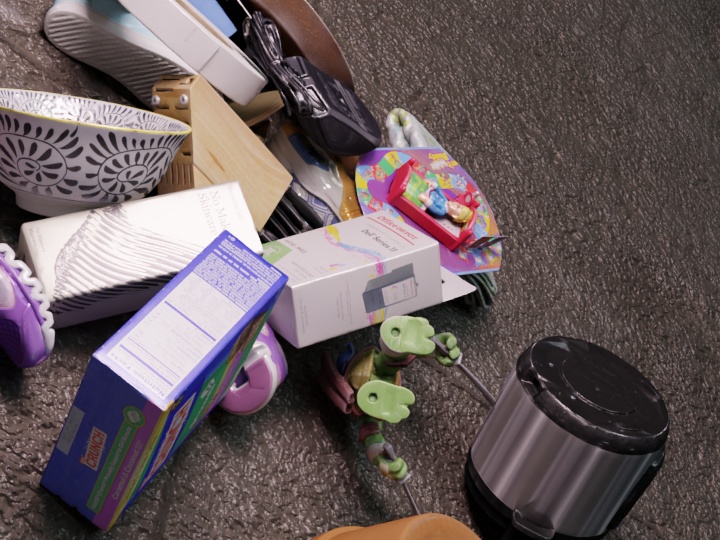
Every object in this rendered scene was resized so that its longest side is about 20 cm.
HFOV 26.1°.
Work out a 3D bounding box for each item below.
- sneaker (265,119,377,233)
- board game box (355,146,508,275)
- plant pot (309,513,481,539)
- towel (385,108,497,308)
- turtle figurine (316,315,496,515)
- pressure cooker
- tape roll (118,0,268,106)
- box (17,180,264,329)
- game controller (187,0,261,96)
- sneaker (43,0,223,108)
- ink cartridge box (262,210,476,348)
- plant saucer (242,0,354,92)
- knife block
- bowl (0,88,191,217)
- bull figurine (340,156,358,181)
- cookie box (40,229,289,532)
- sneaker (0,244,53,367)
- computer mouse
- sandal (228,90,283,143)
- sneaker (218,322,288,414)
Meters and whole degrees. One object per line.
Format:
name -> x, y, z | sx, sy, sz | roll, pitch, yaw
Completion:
sneaker -> -0.035, -0.059, 1.626 | 0.200, 0.088, 0.075 | 56, 30, 14
board game box -> 0.084, -0.073, 1.643 | 0.199, 0.039, 0.159 | -5, 65, -46
plant pot -> 0.038, 0.303, 1.363 | 0.200, 0.140, 0.201 | 29, 42, -29
towel -> 0.097, -0.069, 1.769 | 0.171, 0.048, 0.201 | 45, 26, -59
turtle figurine -> 0.056, 0.123, 1.487 | 0.200, 0.144, 0.194 | 52, -9, 11
pressure cooker -> 0.204, 0.190, 1.604 | 0.175, 0.201, 0.179 | 2, 36, -39
tape roll -> -0.175, -0.239, 1.518 | 0.203, 0.037, 0.203 | 42, 6, -6
box -> -0.192, -0.014, 1.355 | 0.199, 0.068, 0.082 | -15, 69, -22
game controller -> -0.184, -0.277, 1.634 | 0.200, 0.104, 0.042 | 54, -1, 2
sneaker -> -0.219, -0.229, 1.568 | 0.200, 0.074, 0.082 | 33, 43, -22
ink cartridge box -> 0.000, 0.000, 1.490 | 0.199, 0.117, 0.068 | -17, 116, -25
plant saucer -> -0.086, -0.249, 1.680 | 0.034, 0.200, 0.200 | -41, 94, -16
knife block -> -0.113, -0.095, 1.519 | 0.175, 0.064, 0.201 | -11, 102, -42
bowl -> -0.256, -0.098, 1.376 | 0.200, 0.200, 0.095 | 0, 105, -49
bull figurine -> -0.003, -0.079, 1.700 | 0.121, 0.065, 0.201 | -1, 66, -56
cookie box -> -0.160, 0.089, 1.272 | 0.075, 0.171, 0.200 | 35, 42, 6
sneaker -> -0.328, 0.001, 1.250 | 0.088, 0.080, 0.201 | -39, 101, -35
computer mouse -> -0.050, -0.169, 1.573 | 0.200, 0.053, 0.139 | 30, 27, -54
sandal -> -0.141, -0.119, 1.597 | 0.212, 0.077, 0.070 | -38, 121, -48
sneaker -> -0.133, 0.043, 1.448 | 0.200, 0.080, 0.088 | 56, 20, 11
